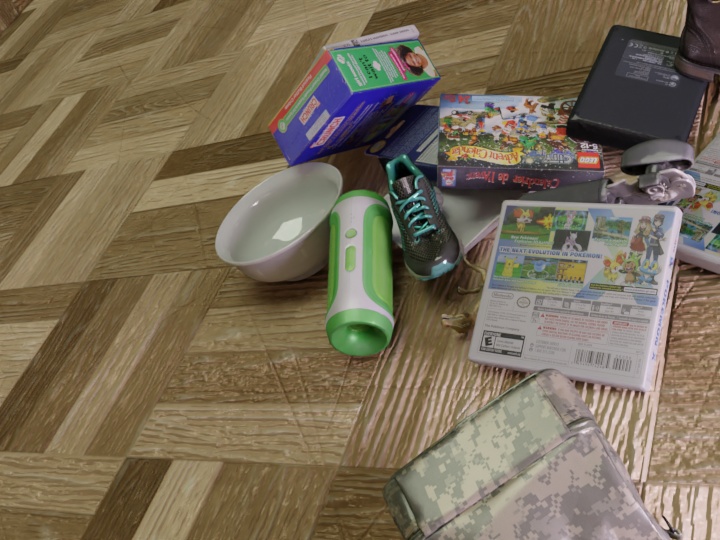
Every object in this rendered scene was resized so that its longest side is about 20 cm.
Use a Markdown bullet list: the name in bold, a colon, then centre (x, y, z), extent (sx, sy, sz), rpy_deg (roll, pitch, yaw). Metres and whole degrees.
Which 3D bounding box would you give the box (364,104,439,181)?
- **box**: centre (0.108, -0.175, 1.269), extent (0.121, 0.033, 0.199), rpy_deg (-46, 38, -21)

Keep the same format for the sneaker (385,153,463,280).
- **sneaker**: centre (0.066, -0.068, 1.125), extent (0.077, 0.092, 0.201), rpy_deg (-28, 36, 8)

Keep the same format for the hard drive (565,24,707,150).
- **hard drive**: centre (0.349, -0.223, 1.144), extent (0.138, 0.033, 0.201), rpy_deg (18, 53, 19)

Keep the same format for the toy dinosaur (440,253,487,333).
- **toy dinosaur**: centre (0.179, 0.009, 1.052), extent (0.198, 0.058, 0.102), rpy_deg (-27, 51, 9)

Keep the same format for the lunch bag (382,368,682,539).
- **lunch bag**: centre (0.137, 0.211, 0.763), extent (0.199, 0.140, 0.168), rpy_deg (-34, 52, 3)

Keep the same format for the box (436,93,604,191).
- **box**: centre (0.194, -0.159, 1.148), extent (0.197, 0.038, 0.138), rpy_deg (2, 49, 4)

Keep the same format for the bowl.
- **bowl**: centre (-0.094, -0.051, 1.280), extent (0.199, 0.091, 0.202), rpy_deg (-22, 36, 17)

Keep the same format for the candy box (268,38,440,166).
- **candy box**: centre (-0.009, -0.240, 1.317), extent (0.199, 0.078, 0.169), rpy_deg (-23, -13, -46)

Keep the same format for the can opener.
- **can opener**: centre (0.266, -0.092, 1.009), extent (0.198, 0.053, 0.068), rpy_deg (-9, 61, 42)

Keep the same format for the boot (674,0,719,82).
- **boot**: centre (0.449, -0.295, 1.055), extent (0.198, 0.175, 0.070), rpy_deg (11, 50, 19)

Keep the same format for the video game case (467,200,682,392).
- **video game case**: centre (0.216, 0.019, 0.955), extent (0.198, 0.022, 0.185), rpy_deg (6, 76, 39)

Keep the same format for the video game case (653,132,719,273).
- **video game case**: centre (0.412, -0.067, 0.960), extent (0.182, 0.022, 0.199), rpy_deg (-44, 38, -14)

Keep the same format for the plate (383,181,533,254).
- **plate**: centre (0.123, -0.087, 1.208), extent (0.199, 0.032, 0.199), rpy_deg (-40, 35, -9)

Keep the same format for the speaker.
- **speaker**: centre (0.000, 0.000, 1.134), extent (0.088, 0.089, 0.202), rpy_deg (-16, 49, 21)

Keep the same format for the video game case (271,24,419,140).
- **video game case**: centre (-0.025, -0.277, 1.374), extent (0.181, 0.023, 0.200), rpy_deg (-25, -14, -38)
